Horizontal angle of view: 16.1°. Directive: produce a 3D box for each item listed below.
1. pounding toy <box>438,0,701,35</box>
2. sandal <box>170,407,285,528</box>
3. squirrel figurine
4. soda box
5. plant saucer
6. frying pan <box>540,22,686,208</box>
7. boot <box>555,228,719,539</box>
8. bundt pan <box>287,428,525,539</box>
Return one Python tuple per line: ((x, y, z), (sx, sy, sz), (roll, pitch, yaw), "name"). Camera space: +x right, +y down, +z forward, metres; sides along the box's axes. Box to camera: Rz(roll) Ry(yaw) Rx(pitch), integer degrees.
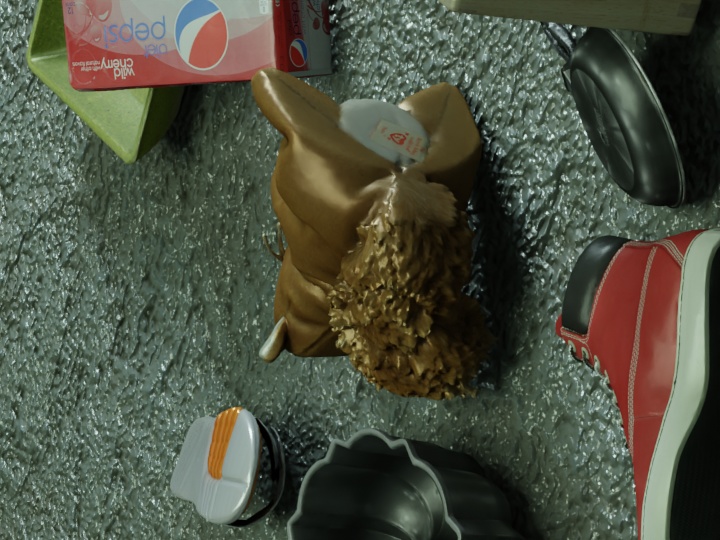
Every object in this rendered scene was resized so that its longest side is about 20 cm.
((0.123, -0.220, 1.400), (0.200, 0.183, 0.143), (49, 130, 53), "pounding toy")
((-0.083, 0.138, 1.778), (0.207, 0.059, 0.080), (-176, 105, -76), "sandal")
((0.000, 0.000, 1.592), (0.200, 0.141, 0.187), (61, 142, 39), "squirrel figurine")
((-0.115, -0.164, 1.771), (0.199, 0.063, 0.070), (0, 97, 38), "soda box")
((-0.172, -0.208, 1.919), (0.200, 0.048, 0.201), (42, 122, 48), "plant saucer")
((0.132, -0.111, 1.446), (0.190, 0.031, 0.115), (59, 170, 34), "frying pan")
((0.158, 0.078, 1.417), (0.144, 0.072, 0.201), (-3, 78, 56), "boot")
((0.035, 0.198, 1.580), (0.201, 0.075, 0.203), (-3, 86, 54), "bundt pan")
